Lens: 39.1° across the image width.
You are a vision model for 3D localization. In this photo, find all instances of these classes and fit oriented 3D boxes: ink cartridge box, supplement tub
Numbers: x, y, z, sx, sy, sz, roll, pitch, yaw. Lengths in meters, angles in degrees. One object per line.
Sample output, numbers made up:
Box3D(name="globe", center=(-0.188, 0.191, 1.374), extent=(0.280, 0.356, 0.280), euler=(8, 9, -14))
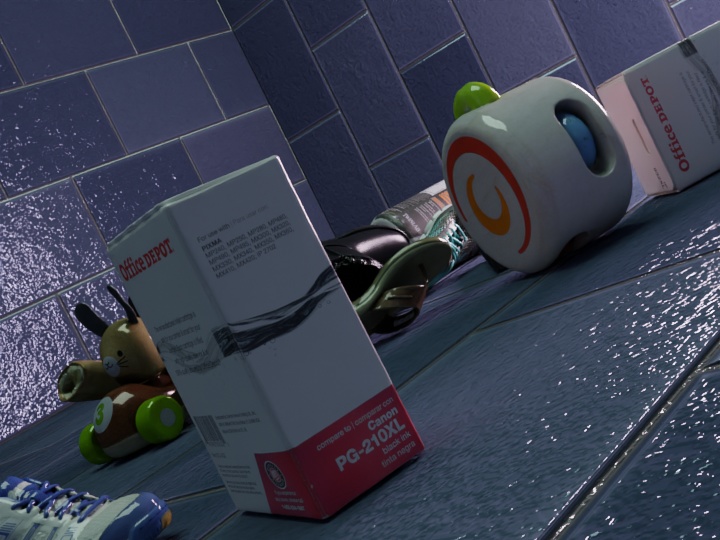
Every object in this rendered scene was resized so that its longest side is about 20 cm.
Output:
Box3D(name="ink cartridge box", center=(0.393, -0.194, 1.152), extent=(0.199, 0.146, 0.084), euler=(-28, 3, -9))
Box3D(name="ink cartridge box", center=(-0.066, 0.046, 0.639), extent=(0.084, 0.201, 0.145), euler=(-28, 4, -29))
Box3D(name="supplement tub", center=(0.123, -0.066, 1.509), extent=(0.199, 0.123, 0.122), euler=(-28, 4, -27))

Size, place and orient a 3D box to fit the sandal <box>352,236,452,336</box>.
Box3D(name="sandal", center=(0.034, 0.044, 1.138), extent=(0.201, 0.057, 0.080), euler=(-44, -31, -12))

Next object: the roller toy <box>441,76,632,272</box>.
Box3D(name="roller toy", center=(0.189, -0.101, 1.071), extent=(0.139, 0.201, 0.182), euler=(-28, 39, -21))

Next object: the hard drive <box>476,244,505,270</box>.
Box3D(name="hard drive", center=(0.220, -0.051, 1.296), extent=(0.139, 0.033, 0.200), euler=(-27, 3, 5))

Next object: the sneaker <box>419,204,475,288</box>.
Box3D(name="sneaker", center=(0.110, -0.022, 1.378), extent=(0.200, 0.078, 0.091), euler=(-44, 16, -15))

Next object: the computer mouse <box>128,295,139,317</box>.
Box3D(name="computer mouse", center=(-0.243, 0.074, 1.387), extent=(0.138, 0.053, 0.200), euler=(-14, -24, 16))

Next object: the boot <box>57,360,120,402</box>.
Box3D(name="boot", center=(-0.297, 0.146, 1.415), extent=(0.199, 0.067, 0.175), euler=(6, -31, -37))

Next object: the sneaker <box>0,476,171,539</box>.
Box3D(name="sneaker", center=(-0.230, 0.188, 0.733), extent=(0.199, 0.089, 0.075), euler=(-24, 2, 22))

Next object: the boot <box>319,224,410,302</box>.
Box3D(name="boot", center=(0.000, 0.000, 1.242), extent=(0.199, 0.077, 0.168), euler=(-7, 15, -22))

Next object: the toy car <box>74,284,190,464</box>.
Box3D(name="toy car", center=(-0.296, 0.120, 1.283), extent=(0.164, 0.201, 0.158), euler=(-24, 4, 41))
